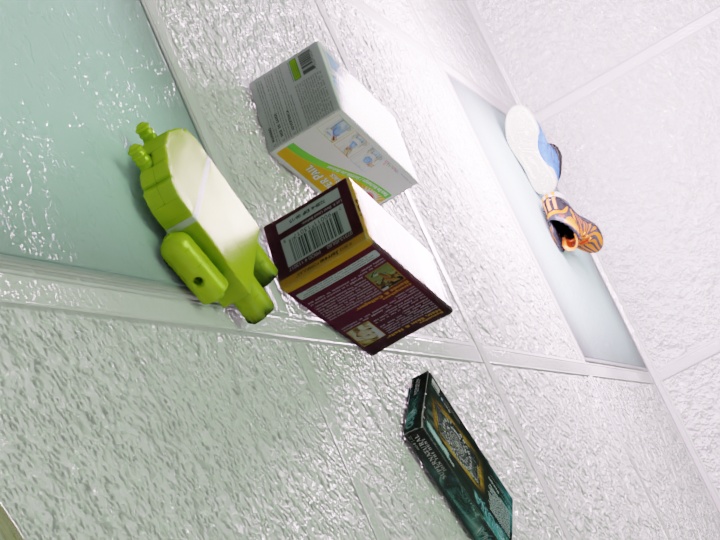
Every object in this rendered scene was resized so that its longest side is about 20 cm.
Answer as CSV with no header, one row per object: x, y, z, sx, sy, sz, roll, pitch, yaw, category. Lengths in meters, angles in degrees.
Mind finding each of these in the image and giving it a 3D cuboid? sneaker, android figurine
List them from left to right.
-0.144,-0.048,1.334,0.200,0.041,0.183,53,19,-27,android figurine
0.374,-0.267,3.137,0.201,0.076,0.111,63,22,-8,sneaker
0.448,-0.070,3.074,0.200,0.077,0.113,36,33,-34,sneaker

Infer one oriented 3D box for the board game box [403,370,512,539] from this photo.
0.114,0.228,1.672,0.201,0.028,0.135,57,17,-16,board game box

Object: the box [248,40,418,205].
-0.029,-0.162,1.748,0.200,0.101,0.113,38,28,-53,box

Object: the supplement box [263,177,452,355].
0.000,0.000,1.560,0.200,0.110,0.086,40,26,-52,supplement box

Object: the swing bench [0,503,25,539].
-0.241,0.138,0.478,0.130,0.198,0.200,61,17,-3,swing bench
